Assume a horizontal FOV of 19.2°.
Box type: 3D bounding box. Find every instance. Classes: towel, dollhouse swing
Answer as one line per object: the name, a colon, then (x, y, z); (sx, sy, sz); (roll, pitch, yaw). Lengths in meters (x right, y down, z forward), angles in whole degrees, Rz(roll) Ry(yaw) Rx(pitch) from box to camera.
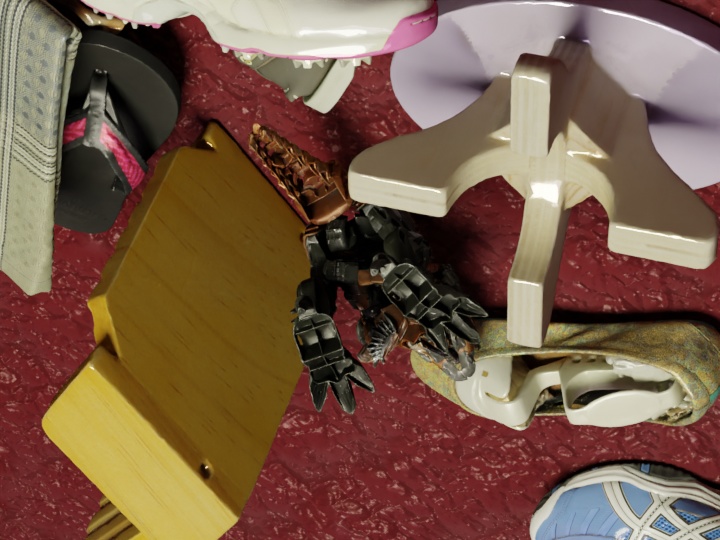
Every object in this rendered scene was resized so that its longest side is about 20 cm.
towel: (-0.227, -0.107, 1.177); (0.193, 0.035, 0.200); (36, 137, 21)
dollhouse swing: (-0.131, 0.056, 1.231); (0.176, 0.200, 0.182); (-18, 124, 36)

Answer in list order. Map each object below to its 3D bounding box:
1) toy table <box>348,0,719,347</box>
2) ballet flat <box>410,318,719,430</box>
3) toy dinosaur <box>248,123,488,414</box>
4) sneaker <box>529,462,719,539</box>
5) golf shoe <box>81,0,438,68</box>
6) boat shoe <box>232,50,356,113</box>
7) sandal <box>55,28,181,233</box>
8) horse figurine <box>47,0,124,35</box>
toy table: (0.101, -0.063, 1.079); (0.200, 0.117, 0.184); (2, 134, 21)
ballet flat: (0.115, 0.064, 1.239); (0.200, 0.071, 0.071); (-3, 132, 24)
toy dinosaur: (0.000, 0.000, 1.170); (0.200, 0.136, 0.102); (28, 119, -23)
sneaker: (0.198, 0.172, 1.307); (0.200, 0.077, 0.076); (3, 136, 21)
golf shoe: (-0.055, -0.153, 1.005); (0.200, 0.075, 0.092); (16, 121, 26)
boat shoe: (-0.007, -0.155, 1.061); (0.060, 0.072, 0.202); (24, 141, -9)
sandal: (-0.151, -0.066, 1.207); (0.075, 0.045, 0.200); (20, 146, -6)
horse figurine: (-0.145, -0.199, 1.089); (0.133, 0.050, 0.200); (32, 134, -20)
